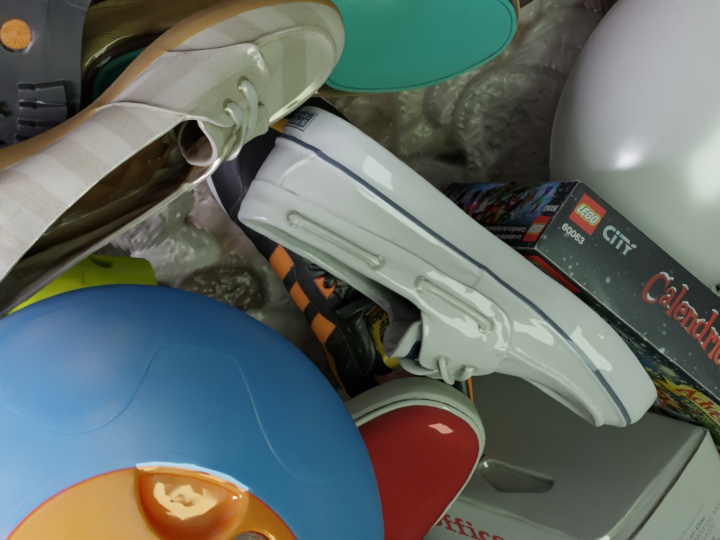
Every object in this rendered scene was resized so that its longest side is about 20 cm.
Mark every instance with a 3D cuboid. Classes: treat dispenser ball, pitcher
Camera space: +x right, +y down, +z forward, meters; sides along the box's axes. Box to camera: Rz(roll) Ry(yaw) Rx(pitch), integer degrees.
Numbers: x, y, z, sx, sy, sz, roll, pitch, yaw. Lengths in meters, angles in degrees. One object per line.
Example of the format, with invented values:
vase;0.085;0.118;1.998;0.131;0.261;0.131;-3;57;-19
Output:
treat dispenser ball;-0.090;0.106;1.125;0.200;0.201;0.202;-11;118;-21
pitcher;0.181;-0.091;1.314;0.171;0.121;0.201;26;92;-50

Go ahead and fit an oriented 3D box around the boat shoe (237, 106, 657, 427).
boat shoe;0.035;0.014;1.226;0.200;0.074;0.065;37;78;-7

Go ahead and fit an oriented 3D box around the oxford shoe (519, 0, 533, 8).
oxford shoe;0.026;-0.180;1.215;0.072;0.071;0.200;-39;125;2

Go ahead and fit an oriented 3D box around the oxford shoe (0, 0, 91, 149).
oxford shoe;-0.141;-0.101;1.170;0.072;0.085;0.200;18;127;-13

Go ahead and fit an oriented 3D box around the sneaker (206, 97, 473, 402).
sneaker;0.000;0.000;1.276;0.070;0.090;0.201;-34;124;-7

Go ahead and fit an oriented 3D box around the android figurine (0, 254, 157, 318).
android figurine;-0.144;0.078;1.230;0.199;0.041;0.183;3;112;-28

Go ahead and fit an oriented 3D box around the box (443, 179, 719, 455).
box;0.130;0.034;1.296;0.200;0.136;0.038;39;78;-18

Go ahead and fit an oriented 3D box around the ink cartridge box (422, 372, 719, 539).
ink cartridge box;0.119;0.151;1.361;0.083;0.145;0.200;-48;131;-26

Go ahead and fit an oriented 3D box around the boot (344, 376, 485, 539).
boot;-0.014;0.149;1.244;0.072;0.145;0.200;29;123;-20

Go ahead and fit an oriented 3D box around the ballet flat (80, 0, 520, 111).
ballet flat;-0.032;-0.107;1.221;0.199;0.063;0.069;-10;125;-16

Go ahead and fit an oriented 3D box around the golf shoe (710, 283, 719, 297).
golf shoe;0.203;0.006;1.371;0.088;0.077;0.201;10;123;-15

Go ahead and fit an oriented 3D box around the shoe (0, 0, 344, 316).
shoe;-0.086;-0.045;1.150;0.199;0.053;0.070;-31;146;-12
